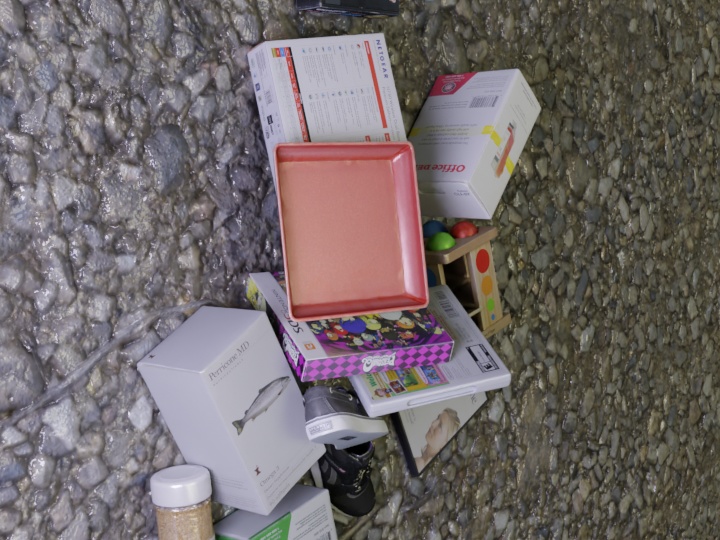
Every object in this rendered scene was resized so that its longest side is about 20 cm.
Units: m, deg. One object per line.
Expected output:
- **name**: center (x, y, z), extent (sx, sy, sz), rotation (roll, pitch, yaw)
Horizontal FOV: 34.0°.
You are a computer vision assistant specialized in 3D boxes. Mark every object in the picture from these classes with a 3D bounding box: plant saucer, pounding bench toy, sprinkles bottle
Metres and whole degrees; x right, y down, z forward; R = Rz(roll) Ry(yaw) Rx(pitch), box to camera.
- **plant saucer**: center (-0.016, -0.048, 1.382), extent (0.197, 0.037, 0.204), rotation (-5, 89, -34)
- **pounding bench toy**: center (0.093, 0.027, 1.603), extent (0.199, 0.123, 0.158), rotation (-27, 112, -45)
- **sprinkles bottle**: center (-0.194, 0.326, 1.329), extent (0.068, 0.068, 0.204), rotation (-14, 103, -48)

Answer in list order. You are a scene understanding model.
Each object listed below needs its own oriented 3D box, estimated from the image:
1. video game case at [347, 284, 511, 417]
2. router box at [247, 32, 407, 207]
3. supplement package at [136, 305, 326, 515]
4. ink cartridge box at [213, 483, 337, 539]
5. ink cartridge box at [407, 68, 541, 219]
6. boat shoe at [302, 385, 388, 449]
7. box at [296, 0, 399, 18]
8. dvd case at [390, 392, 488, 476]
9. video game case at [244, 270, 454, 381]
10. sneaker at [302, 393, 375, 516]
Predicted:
- **video game case**: center (0.061, 0.093, 1.434), extent (0.179, 0.201, 0.022), rotation (-10, 126, -17)
- **router box**: center (-0.033, -0.182, 1.441), extent (0.177, 0.049, 0.203), rotation (-11, 88, -34)
- **supplement package**: center (-0.144, 0.157, 1.341), extent (0.117, 0.116, 0.202), rotation (-43, 122, -37)
- **ink cartridge box**: center (-0.095, 0.382, 1.436), extent (0.146, 0.082, 0.203), rotation (-24, 109, -46)
- **ink cartridge box**: center (0.144, -0.175, 1.638), extent (0.084, 0.144, 0.202), rotation (50, 57, -40)
- **boat shoe**: center (-0.022, 0.168, 1.379), extent (0.200, 0.069, 0.067), rotation (25, 47, -67)
- **box**: center (-0.018, -0.431, 1.510), extent (0.158, 0.046, 0.204), rotation (-7, 97, -49)
- **dvd case**: center (0.115, 0.184, 1.718), extent (0.200, 0.017, 0.144), rotation (-40, 120, -41)
- **video game case**: center (-0.015, 0.056, 1.402), extent (0.197, 0.182, 0.036), rotation (-4, 125, -28)
- **sneaker**: center (-0.016, 0.249, 1.516), extent (0.076, 0.087, 0.202), rotation (-51, 127, -34)
